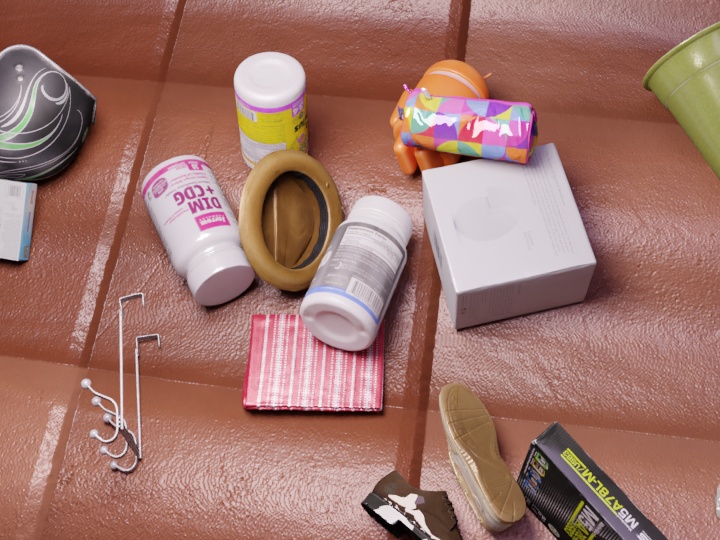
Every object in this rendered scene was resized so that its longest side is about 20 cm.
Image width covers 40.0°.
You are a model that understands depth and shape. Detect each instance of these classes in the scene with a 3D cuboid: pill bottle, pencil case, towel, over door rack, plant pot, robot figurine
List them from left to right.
[{"bbox_3d":[-0.322,0.152,1.324,0.065,0.148,0.204,5,64,0],"label":"over door rack"},{"bbox_3d":[-0.235,-0.058,1.440,0.112,0.114,0.202,-25,65,-9],"label":"pill bottle"},{"bbox_3d":[-0.128,-0.212,1.455,0.102,0.202,0.106,0,52,-1],"label":"pill bottle"},{"bbox_3d":[-0.065,0.130,1.387,0.196,0.023,0.147,1,62,2],"label":"towel"},{"bbox_3d":[0.000,0.000,1.387,0.112,0.115,0.202,16,55,11],"label":"pill bottle"},{"bbox_3d":[0.126,-0.235,1.504,0.116,0.143,0.202,37,67,-17],"label":"robot figurine"},{"bbox_3d":[0.149,-0.203,1.374,0.196,0.089,0.090,11,64,13],"label":"pencil case"},{"bbox_3d":[0.547,-0.240,1.456,0.197,0.200,0.193,-21,77,-7],"label":"plant pot"}]

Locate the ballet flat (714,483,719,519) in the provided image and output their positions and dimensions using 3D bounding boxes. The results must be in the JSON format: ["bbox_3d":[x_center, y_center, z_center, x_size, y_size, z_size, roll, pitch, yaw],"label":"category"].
[{"bbox_3d":[0.546,0.268,1.254,0.196,0.072,0.073,-14,63,-2],"label":"ballet flat"}]

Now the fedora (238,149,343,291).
[{"bbox_3d":[-0.114,-0.071,1.438,0.081,0.200,0.203,-6,51,52],"label":"fedora"}]

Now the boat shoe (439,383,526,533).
[{"bbox_3d":[0.145,0.246,1.287,0.072,0.070,0.202,-4,55,-26],"label":"boat shoe"}]

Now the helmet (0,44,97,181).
[{"bbox_3d":[-0.519,-0.232,1.503,0.198,0.200,0.192,33,84,18],"label":"helmet"}]

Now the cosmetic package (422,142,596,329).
[{"bbox_3d":[0.204,-0.049,1.400,0.196,0.124,0.203,-12,62,-2],"label":"cosmetic package"}]

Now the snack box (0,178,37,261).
[{"bbox_3d":[-0.593,-0.087,1.493,0.196,0.037,0.119,9,94,8],"label":"snack box"}]

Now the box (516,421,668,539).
[{"bbox_3d":[0.272,0.296,1.182,0.047,0.201,0.194,-33,67,-16],"label":"box"}]

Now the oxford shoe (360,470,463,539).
[{"bbox_3d":[0.101,0.323,1.252,0.199,0.073,0.085,35,68,19],"label":"oxford shoe"}]
